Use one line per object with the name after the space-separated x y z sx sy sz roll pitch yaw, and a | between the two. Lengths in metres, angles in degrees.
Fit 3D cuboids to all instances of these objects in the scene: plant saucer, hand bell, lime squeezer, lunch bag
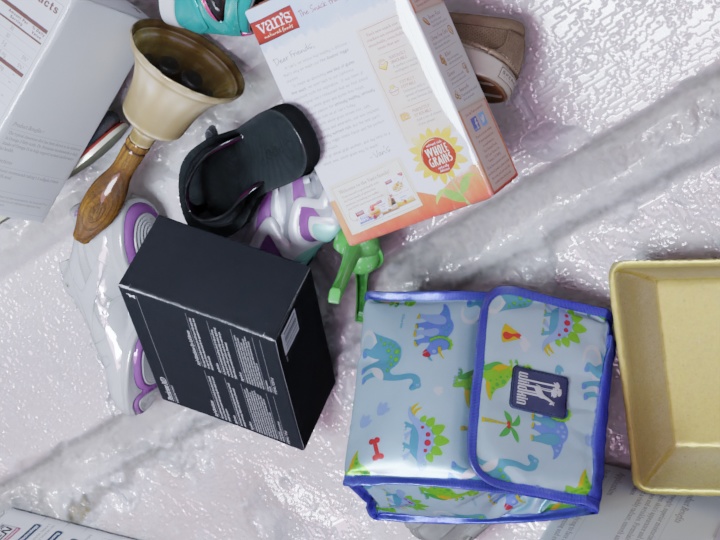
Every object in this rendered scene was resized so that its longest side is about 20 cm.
0.304 0.077 1.479 0.200 0.048 0.200 -1 110 24 | plant saucer
-0.189 -0.099 1.578 0.104 0.104 0.200 38 117 6 | hand bell
0.000 0.000 1.527 0.038 0.200 0.071 -6 83 4 | lime squeezer
0.098 0.108 1.503 0.200 0.127 0.170 1 67 16 | lunch bag

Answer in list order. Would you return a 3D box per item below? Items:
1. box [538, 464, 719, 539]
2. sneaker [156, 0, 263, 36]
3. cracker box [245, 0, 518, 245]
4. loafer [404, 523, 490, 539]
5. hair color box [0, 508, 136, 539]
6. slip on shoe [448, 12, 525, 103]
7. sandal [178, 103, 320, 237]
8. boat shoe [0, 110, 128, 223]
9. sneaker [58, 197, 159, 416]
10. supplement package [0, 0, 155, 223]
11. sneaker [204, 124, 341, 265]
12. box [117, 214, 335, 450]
0.206 0.290 1.518 0.131 0.199 0.200 12 115 19 | box
-0.092 -0.269 1.493 0.121 0.084 0.200 21 125 20 | sneaker
0.016 -0.134 1.436 0.134 0.058 0.200 -18 101 32 | cracker box
0.124 0.170 1.590 0.200 0.070 0.070 -37 112 28 | loafer
-0.267 0.292 1.784 0.200 0.100 0.061 11 115 20 | hair color box
0.035 -0.180 1.492 0.200 0.076 0.061 12 73 29 | slip on shoe
-0.104 -0.075 1.497 0.075 0.048 0.200 58 144 2 | sandal
-0.286 -0.096 1.659 0.200 0.071 0.063 -28 94 34 | boat shoe
-0.214 0.029 1.683 0.100 0.075 0.200 8 108 33 | sneaker
-0.284 -0.157 1.559 0.117 0.117 0.200 37 101 26 | supplement package
-0.069 -0.076 1.564 0.140 0.078 0.200 46 120 0 | sneaker
-0.106 0.054 1.576 0.141 0.079 0.200 17 152 15 | box
